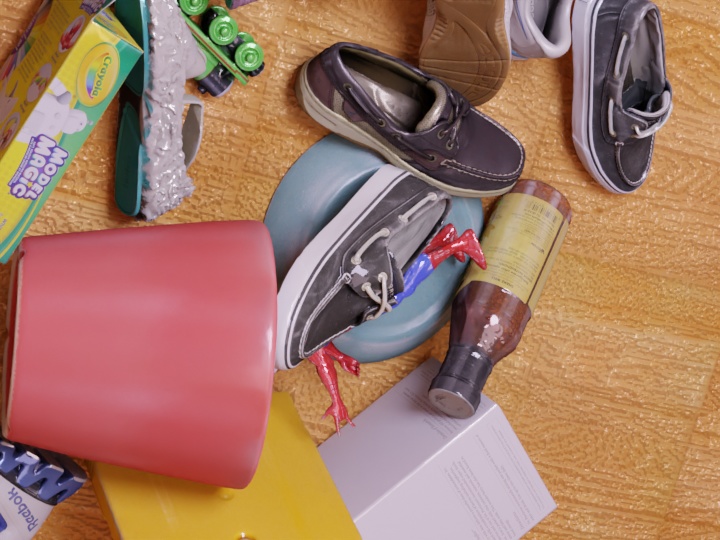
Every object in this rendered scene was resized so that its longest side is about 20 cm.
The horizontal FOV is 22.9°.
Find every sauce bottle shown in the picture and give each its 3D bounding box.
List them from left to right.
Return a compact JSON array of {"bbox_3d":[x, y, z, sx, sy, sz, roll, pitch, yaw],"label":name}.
[{"bbox_3d":[0.107,0.021,1.404,0.066,0.066,0.201,45,57,-28],"label":"sauce bottle"}]

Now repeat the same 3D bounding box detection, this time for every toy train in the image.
[{"bbox_3d":[-0.147,-0.200,1.280,0.056,0.042,0.200,-43,118,3],"label":"toy train"}]

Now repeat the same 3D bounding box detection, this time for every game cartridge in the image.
[{"bbox_3d":[-0.102,0.177,1.323,0.174,0.201,0.033,-7,130,-22],"label":"game cartridge"}]

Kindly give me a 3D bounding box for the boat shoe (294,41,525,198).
[{"bbox_3d":[0.047,-0.114,1.358,0.198,0.065,0.074,20,65,-21],"label":"boat shoe"}]

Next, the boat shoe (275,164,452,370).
[{"bbox_3d":[0.000,0.000,1.303,0.200,0.063,0.071,-53,154,-31],"label":"boat shoe"}]

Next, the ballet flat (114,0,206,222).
[{"bbox_3d":[-0.143,-0.129,1.275,0.071,0.072,0.202,-9,128,-22],"label":"ballet flat"}]

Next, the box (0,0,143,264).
[{"bbox_3d":[-0.217,-0.116,1.213,0.048,0.117,0.201,28,102,-29],"label":"box"}]

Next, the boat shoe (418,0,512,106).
[{"bbox_3d":[0.084,-0.200,1.336,0.070,0.201,0.070,8,60,2],"label":"boat shoe"}]

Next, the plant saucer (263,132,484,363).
[{"bbox_3d":[0.018,-0.018,1.410,0.198,0.036,0.202,-7,107,-23],"label":"plant saucer"}]

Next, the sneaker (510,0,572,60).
[{"bbox_3d":[0.141,-0.259,1.370,0.074,0.087,0.202,-13,108,-19],"label":"sneaker"}]

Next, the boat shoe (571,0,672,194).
[{"bbox_3d":[0.213,-0.136,1.424,0.072,0.071,0.201,-38,135,-23],"label":"boat shoe"}]

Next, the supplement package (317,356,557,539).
[{"bbox_3d":[0.032,0.189,1.428,0.199,0.120,0.122,-37,119,-11],"label":"supplement package"}]

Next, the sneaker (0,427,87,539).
[{"bbox_3d":[-0.305,0.158,1.286,0.199,0.080,0.116,30,89,-30],"label":"sneaker"}]

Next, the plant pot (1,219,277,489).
[{"bbox_3d":[-0.163,0.053,1.269,0.175,0.200,0.203,5,103,-14],"label":"plant pot"}]

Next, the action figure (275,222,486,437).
[{"bbox_3d":[0.010,0.051,1.368,0.199,0.065,0.100,-25,104,-16],"label":"action figure"}]

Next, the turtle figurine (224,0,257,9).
[{"bbox_3d":[-0.010,-0.246,1.285,0.198,0.150,0.101,-13,128,-13],"label":"turtle figurine"}]
